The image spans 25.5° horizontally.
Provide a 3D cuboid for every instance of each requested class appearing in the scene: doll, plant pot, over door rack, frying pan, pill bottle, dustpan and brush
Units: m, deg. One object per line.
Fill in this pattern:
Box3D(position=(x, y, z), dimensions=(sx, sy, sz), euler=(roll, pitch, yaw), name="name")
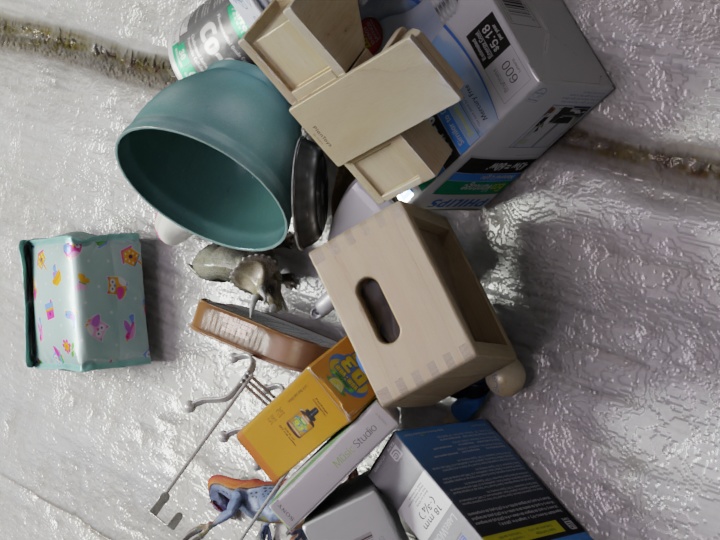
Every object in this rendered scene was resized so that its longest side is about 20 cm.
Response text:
Box3D(position=(0.083, 0.094, 1.593), dimensions=(0.199, 0.048, 0.138), euler=(8, 107, 41), name="doll")
Box3D(position=(-0.139, -0.134, 1.666), dimensions=(0.199, 0.200, 0.135), euler=(-2, 51, 44), name="plant pot")
Box3D(position=(-0.138, 0.204, 1.675), dimensions=(0.066, 0.148, 0.201), euler=(10, 64, 39), name="over door rack")
Box3D(position=(-0.047, -0.074, 1.636), dimensions=(0.031, 0.190, 0.116), euler=(1, 85, 9), name="frying pan")
Box3D(position=(-0.108, -0.265, 1.713), dimensions=(0.200, 0.113, 0.114), euler=(-30, 72, 41), name="pill bottle")
Box3D(position=(0.000, 0.000, 1.645), dimensions=(0.140, 0.057, 0.200), euler=(47, 122, 0), name="dustpan and brush")

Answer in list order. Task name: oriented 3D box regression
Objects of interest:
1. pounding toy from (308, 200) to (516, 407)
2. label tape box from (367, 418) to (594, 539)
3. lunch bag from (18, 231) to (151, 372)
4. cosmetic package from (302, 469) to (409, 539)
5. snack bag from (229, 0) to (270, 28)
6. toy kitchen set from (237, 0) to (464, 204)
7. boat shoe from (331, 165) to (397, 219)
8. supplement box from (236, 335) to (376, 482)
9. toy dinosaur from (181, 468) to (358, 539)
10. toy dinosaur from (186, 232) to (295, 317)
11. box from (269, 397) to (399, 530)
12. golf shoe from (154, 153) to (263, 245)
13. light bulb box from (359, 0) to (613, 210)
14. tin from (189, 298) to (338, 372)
Box3D(position=(0.029, 0.026, 1.493), dimensions=(0.142, 0.184, 0.201), euler=(-30, 77, 14), name="pounding toy")
Box3D(position=(0.121, 0.234, 1.496), dimensions=(0.200, 0.144, 0.063), euler=(48, 121, 31), name="label tape box")
Box3D(position=(-0.355, 0.038, 1.962), dimensions=(0.199, 0.121, 0.172), euler=(0, 94, 52), name="lunch bag")
Box3D(position=(0.004, 0.268, 1.562), dimensions=(0.081, 0.200, 0.113), euler=(-25, 87, -1), name="cosmetic package")
Box3D(position=(-0.088, -0.226, 1.552), dimensions=(0.189, 0.021, 0.200), euler=(54, 176, -11), name="snack bag")
Box3D(position=(0.039, -0.208, 1.435), dimensions=(0.163, 0.181, 0.200), euler=(-24, 115, 45), name="toy kitchen set")
Box3D(position=(0.008, -0.106, 1.646), dimensions=(0.072, 0.065, 0.201), euler=(1, 112, 20), name="boat shoe")
Box3D(position=(-0.050, 0.138, 1.562), dimensions=(0.067, 0.069, 0.200), euler=(50, 147, 3), name="supplement box")
Box3D(position=(-0.100, 0.263, 1.784), dimensions=(0.200, 0.105, 0.181), euler=(-46, 45, -3), name="toy dinosaur")
Box3D(position=(-0.137, -0.010, 1.761), dimensions=(0.199, 0.102, 0.078), euler=(19, 104, 41), name="toy dinosaur")
Box3D(position=(-0.022, 0.183, 1.570), dimensions=(0.144, 0.200, 0.036), euler=(-44, 87, 1), name="box")
Box3D(position=(-0.163, -0.070, 1.806), dimensions=(0.200, 0.075, 0.092), euler=(-38, 70, 39), name="golf shoe")
Box3D(position=(0.097, -0.191, 1.514), dimensions=(0.200, 0.124, 0.199), euler=(-43, 64, 35), name="light bulb box")
Box3D(position=(-0.098, 0.073, 1.724), dimensions=(0.199, 0.112, 0.042), euler=(19, 90, 41), name="tin")
